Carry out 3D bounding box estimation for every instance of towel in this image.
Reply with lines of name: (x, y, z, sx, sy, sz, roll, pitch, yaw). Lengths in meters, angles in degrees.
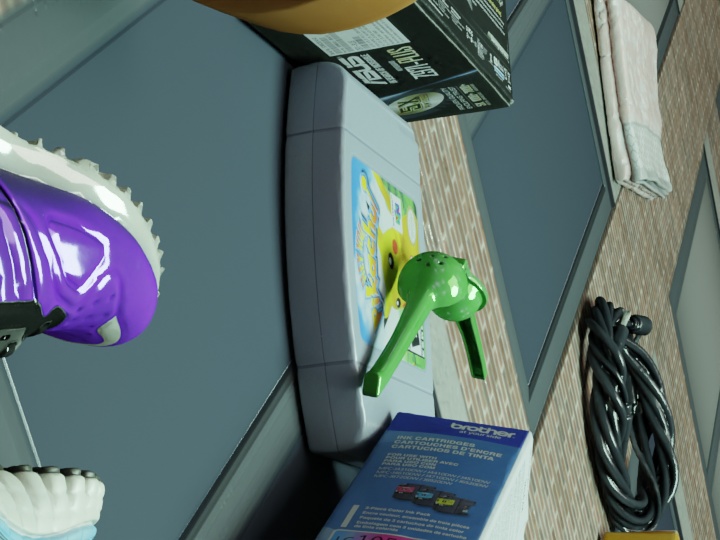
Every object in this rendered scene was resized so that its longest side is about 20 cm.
towel: (0.275, -0.172, 1.848, 0.200, 0.032, 0.192, 7, 76, -72)

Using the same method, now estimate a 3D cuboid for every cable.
cable: (0.229, 0.123, 1.563, 0.163, 0.051, 0.201, 39, 47, -64)

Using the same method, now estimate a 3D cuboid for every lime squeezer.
lime squeezer: (0.046, 0.026, 0.971, 0.200, 0.038, 0.071, 4, 79, -72)

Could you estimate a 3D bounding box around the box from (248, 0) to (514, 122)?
box: (0.010, -0.184, 0.976, 0.200, 0.086, 0.165, 29, 56, -68)

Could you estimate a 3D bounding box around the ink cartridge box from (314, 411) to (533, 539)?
ink cartridge box: (0.031, 0.157, 0.876, 0.200, 0.076, 0.137, -46, 142, -65)

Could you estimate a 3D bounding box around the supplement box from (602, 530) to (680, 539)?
supplement box: (0.219, 0.297, 1.440, 0.200, 0.069, 0.067, -80, 157, -47)

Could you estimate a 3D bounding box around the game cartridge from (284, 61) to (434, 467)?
game cartridge: (0.000, 0.000, 0.958, 0.133, 0.040, 0.201, 24, 60, -64)

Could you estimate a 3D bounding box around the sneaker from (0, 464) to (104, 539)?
sneaker: (-0.123, 0.097, 0.490, 0.200, 0.078, 0.090, 20, 68, -69)

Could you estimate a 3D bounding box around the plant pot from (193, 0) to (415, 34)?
plant pot: (-0.049, -0.196, 0.673, 0.140, 0.199, 0.201, 4, 79, -55)

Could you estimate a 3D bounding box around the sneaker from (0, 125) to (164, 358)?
sneaker: (-0.129, 0.002, 0.537, 0.200, 0.069, 0.100, 43, 50, -56)
